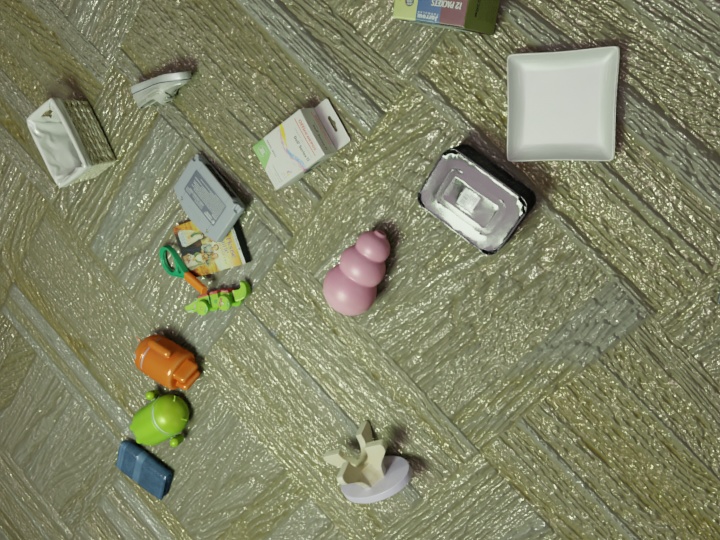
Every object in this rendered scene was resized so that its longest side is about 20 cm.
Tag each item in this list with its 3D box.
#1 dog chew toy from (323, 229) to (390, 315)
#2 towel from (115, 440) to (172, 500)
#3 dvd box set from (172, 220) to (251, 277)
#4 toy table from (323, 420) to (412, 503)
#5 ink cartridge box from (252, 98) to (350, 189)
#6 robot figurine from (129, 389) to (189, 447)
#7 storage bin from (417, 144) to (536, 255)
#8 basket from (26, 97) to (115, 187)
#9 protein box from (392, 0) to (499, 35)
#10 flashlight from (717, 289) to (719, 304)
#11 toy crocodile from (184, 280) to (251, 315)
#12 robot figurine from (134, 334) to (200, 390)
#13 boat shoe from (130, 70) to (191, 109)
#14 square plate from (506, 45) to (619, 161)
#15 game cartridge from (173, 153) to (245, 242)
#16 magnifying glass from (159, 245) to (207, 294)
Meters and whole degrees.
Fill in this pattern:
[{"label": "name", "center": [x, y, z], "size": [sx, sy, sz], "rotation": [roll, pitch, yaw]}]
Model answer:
[{"label": "dog chew toy", "center": [0.000, 0.000, 1.432], "size": [0.124, 0.124, 0.201], "rotation": [35, 109, 13]}, {"label": "towel", "center": [-0.670, 0.614, 1.994], "size": [0.199, 0.048, 0.112], "rotation": [30, 116, 17]}, {"label": "dvd box set", "center": [-0.384, -0.068, 1.653], "size": [0.198, 0.029, 0.148], "rotation": [-13, 99, 30]}, {"label": "toy table", "center": [0.013, 0.467, 1.542], "size": [0.199, 0.184, 0.118], "rotation": [-27, 110, 22]}, {"label": "ink cartridge box", "center": [-0.133, -0.283, 1.438], "size": [0.199, 0.067, 0.118], "rotation": [-30, 90, 31]}, {"label": "robot figurine", "center": [-0.576, 0.431, 1.852], "size": [0.199, 0.115, 0.177], "rotation": [-32, 85, 30]}, {"label": "storage bin", "center": [0.231, -0.144, 1.281], "size": [0.199, 0.094, 0.136], "rotation": [38, 119, 11]}, {"label": "basket", "center": [-0.765, -0.343, 1.711], "size": [0.135, 0.123, 0.202], "rotation": [-23, 95, 30]}, {"label": "protein box", "center": [0.167, -0.533, 1.133], "size": [0.134, 0.200, 0.201], "rotation": [17, 112, 21]}, {"label": "flashlight", "center": [0.677, -0.029, 1.105], "size": [0.067, 0.068, 0.202], "rotation": [7, 109, -3]}, {"label": "toy crocodile", "center": [-0.371, 0.074, 1.669], "size": [0.198, 0.067, 0.062], "rotation": [-13, 94, 27]}, {"label": "robot figurine", "center": [-0.542, 0.254, 1.782], "size": [0.199, 0.144, 0.118], "rotation": [27, 93, 17]}, {"label": "boat shoe", "center": [-0.484, -0.439, 1.570], "size": [0.198, 0.072, 0.066], "rotation": [-6, 107, 29]}, {"label": "square plate", "center": [0.373, -0.305, 1.197], "size": [0.198, 0.028, 0.200], "rotation": [4, 108, 26]}, {"label": "game cartridge", "center": [-0.379, -0.173, 1.591], "size": [0.133, 0.041, 0.200], "rotation": [-48, 70, 20]}, {"label": "magnifying glass", "center": [-0.470, 0.001, 1.696], "size": [0.199, 0.022, 0.080], "rotation": [37, 131, 31]}]
